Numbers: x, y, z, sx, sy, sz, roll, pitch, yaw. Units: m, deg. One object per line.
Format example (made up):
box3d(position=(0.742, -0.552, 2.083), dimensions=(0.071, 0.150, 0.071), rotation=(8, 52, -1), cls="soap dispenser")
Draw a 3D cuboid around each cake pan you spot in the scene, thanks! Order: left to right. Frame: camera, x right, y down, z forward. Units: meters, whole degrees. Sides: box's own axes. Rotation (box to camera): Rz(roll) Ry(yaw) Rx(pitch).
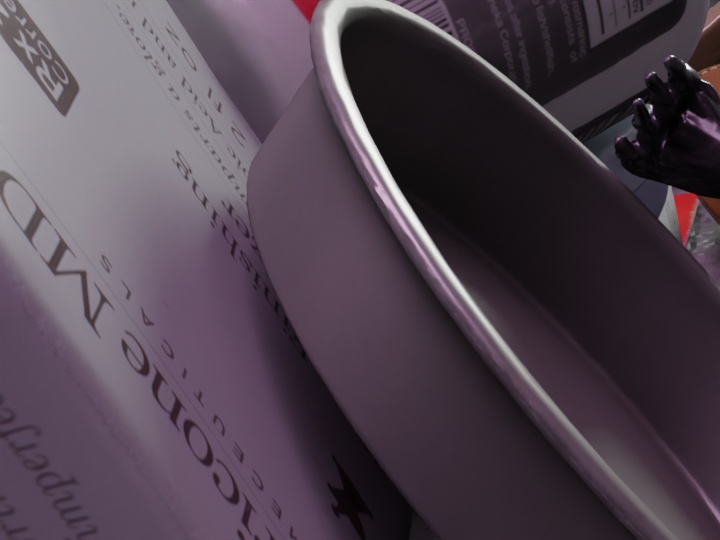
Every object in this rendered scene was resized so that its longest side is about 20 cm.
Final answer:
box3d(position=(0.049, 0.028, 0.604), dimensions=(0.037, 0.200, 0.200), rotation=(-42, 13, 16), cls="cake pan")

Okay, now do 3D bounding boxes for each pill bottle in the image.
box3d(position=(0.021, -0.074, 0.765), dimensions=(0.200, 0.111, 0.111), rotation=(-32, 27, -35), cls="pill bottle")

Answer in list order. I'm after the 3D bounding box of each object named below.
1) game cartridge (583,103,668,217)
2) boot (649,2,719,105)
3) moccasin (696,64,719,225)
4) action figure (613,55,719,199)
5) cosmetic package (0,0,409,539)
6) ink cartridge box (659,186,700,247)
box3d(position=(-0.017, -0.001, 0.802), dimensions=(0.200, 0.041, 0.133), rotation=(-29, 25, -30), cls="game cartridge")
box3d(position=(0.104, -0.099, 1.069), dimensions=(0.200, 0.072, 0.166), rotation=(-27, 26, -28), cls="boot")
box3d(position=(0.148, -0.035, 0.850), dimensions=(0.074, 0.078, 0.201), rotation=(-12, 19, -10), cls="moccasin")
box3d(position=(0.148, -0.003, 0.642), dimensions=(0.200, 0.119, 0.102), rotation=(36, 12, 25), cls="action figure")
box3d(position=(-0.100, 0.034, 0.588), dimensions=(0.165, 0.165, 0.200), rotation=(-31, 16, 14), cls="cosmetic package")
box3d(position=(0.000, 0.000, 0.900), dimensions=(0.200, 0.045, 0.176), rotation=(-7, 21, 13), cls="ink cartridge box")
